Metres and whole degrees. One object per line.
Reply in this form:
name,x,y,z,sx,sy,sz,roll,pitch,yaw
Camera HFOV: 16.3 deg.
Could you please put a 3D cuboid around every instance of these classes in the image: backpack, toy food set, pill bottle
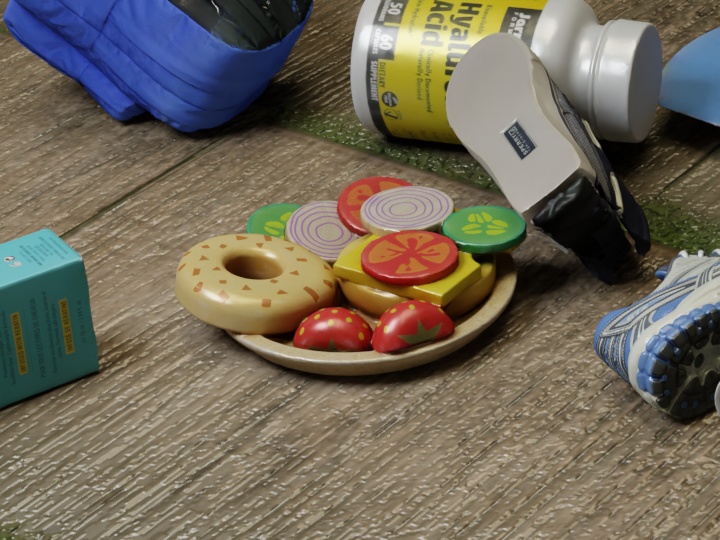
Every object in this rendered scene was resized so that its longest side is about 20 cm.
backpack,-0.143,-0.196,1.828,0.200,0.168,0.163,35,42,4
toy food set,0.000,0.000,1.567,0.199,0.049,0.198,15,35,32
pill bottle,0.102,-0.139,1.734,0.199,0.112,0.111,7,31,21

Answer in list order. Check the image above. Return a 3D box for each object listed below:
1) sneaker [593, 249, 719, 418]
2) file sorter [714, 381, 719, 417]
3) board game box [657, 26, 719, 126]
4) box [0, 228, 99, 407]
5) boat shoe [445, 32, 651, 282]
sneaker,0.219,0.012,1.486,0.199,0.078,0.085,-24,30,-31
file sorter,0.291,0.046,1.307,0.138,0.125,0.200,-21,15,38
board game box,0.305,-0.119,1.743,0.158,0.039,0.199,-34,37,-30
box,-0.256,0.049,1.487,0.199,0.083,0.049,-21,33,-26
boat shoe,0.120,-0.070,1.616,0.075,0.093,0.200,-38,36,14
